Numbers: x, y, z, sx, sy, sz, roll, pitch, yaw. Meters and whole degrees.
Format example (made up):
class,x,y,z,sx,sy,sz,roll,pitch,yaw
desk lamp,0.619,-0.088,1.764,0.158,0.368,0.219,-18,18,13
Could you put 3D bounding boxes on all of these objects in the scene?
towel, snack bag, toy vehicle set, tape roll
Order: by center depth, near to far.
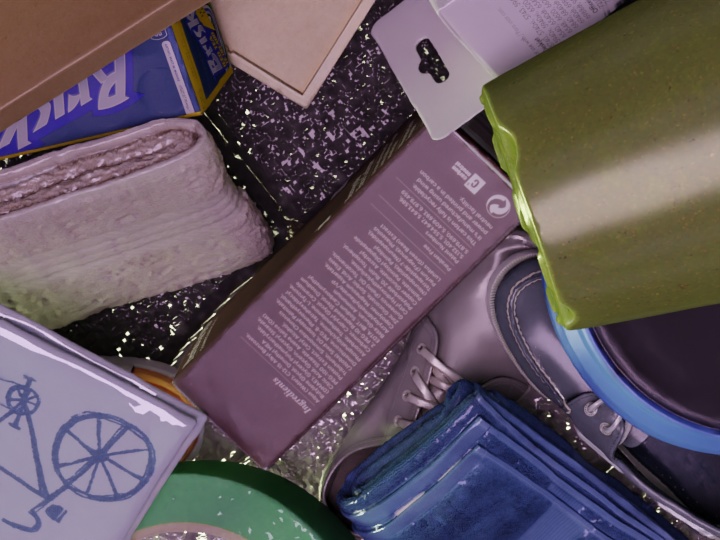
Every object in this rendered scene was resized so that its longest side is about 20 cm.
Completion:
class,x,y,z,sx,sy,sz,roll,pitch,yaw
toy vehicle set,-0.027,-0.197,1.343,0.124,0.027,0.200,33,107,-3
snack bag,-0.204,0.110,1.355,0.188,0.021,0.200,27,110,-9
towel,-0.153,-0.015,1.369,0.199,0.133,0.035,-17,63,8
towel,0.091,0.145,1.385,0.200,0.049,0.112,37,115,-27
tape roll,-0.083,0.203,1.398,0.200,0.048,0.201,1,95,14

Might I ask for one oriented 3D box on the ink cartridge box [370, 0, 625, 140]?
class,x,y,z,sx,sy,sz,roll,pitch,yaw
ink cartridge box,0.081,-0.169,1.275,0.200,0.116,0.068,-38,129,9

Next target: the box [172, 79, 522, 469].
class,x,y,z,sx,sy,sz,roll,pitch,yaw
box,0.000,0.000,1.362,0.075,0.100,0.200,42,106,-6

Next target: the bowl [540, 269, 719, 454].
class,x,y,z,sx,sy,sz,roll,pitch,yaw
bowl,0.191,-0.007,1.326,0.200,0.039,0.202,0,87,-7

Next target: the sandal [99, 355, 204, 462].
class,x,y,z,sx,sy,sz,roll,pitch,yaw
sandal,-0.188,0.089,1.430,0.206,0.059,0.080,3,107,6

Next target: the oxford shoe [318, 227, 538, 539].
class,x,y,z,sx,sy,sz,roll,pitch,yaw
oxford shoe,0.043,0.067,1.398,0.075,0.058,0.200,35,106,-2

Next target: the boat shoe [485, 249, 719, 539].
class,x,y,z,sx,sy,sz,roll,pitch,yaw
boat shoe,0.145,0.067,1.367,0.073,0.062,0.200,-43,107,1

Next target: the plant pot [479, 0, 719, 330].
class,x,y,z,sx,sy,sz,roll,pitch,yaw
plant pot,0.161,-0.060,1.224,0.189,0.200,0.201,-19,104,3

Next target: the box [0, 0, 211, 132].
class,x,y,z,sx,sy,sz,roll,pitch,yaw
box,-0.142,-0.170,1.305,0.200,0.021,0.164,-31,59,8

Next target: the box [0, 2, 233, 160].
class,x,y,z,sx,sy,sz,roll,pitch,yaw
box,-0.172,-0.100,1.353,0.199,0.064,0.070,-12,112,18
